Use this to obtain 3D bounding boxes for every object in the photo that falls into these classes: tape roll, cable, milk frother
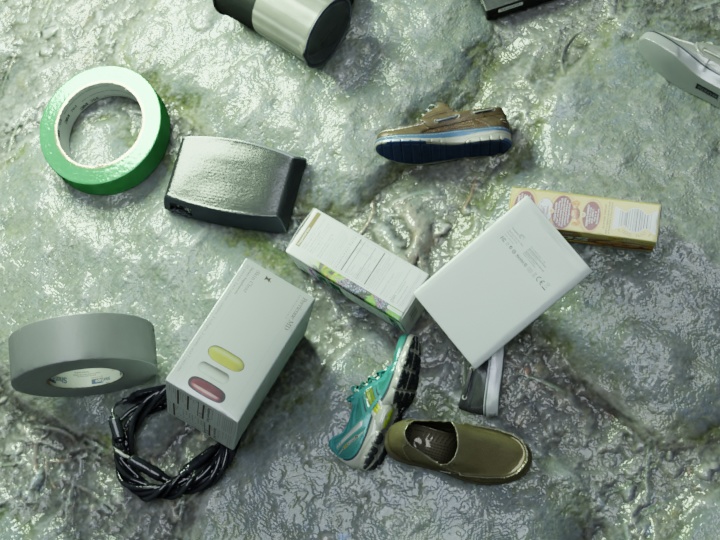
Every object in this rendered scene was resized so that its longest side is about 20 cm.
[{"bbox_3d":[-0.398,-0.219,1.737,0.199,0.048,0.201,-3,71,9],"label":"tape roll"},{"bbox_3d":[-0.383,0.119,1.545,0.199,0.200,0.066,-12,72,6],"label":"tape roll"},{"bbox_3d":[-0.256,0.236,1.564,0.199,0.051,0.164,-10,69,5],"label":"cable"},{"bbox_3d":[-0.109,-0.445,1.678,0.188,0.200,0.181,32,77,17],"label":"milk frother"}]

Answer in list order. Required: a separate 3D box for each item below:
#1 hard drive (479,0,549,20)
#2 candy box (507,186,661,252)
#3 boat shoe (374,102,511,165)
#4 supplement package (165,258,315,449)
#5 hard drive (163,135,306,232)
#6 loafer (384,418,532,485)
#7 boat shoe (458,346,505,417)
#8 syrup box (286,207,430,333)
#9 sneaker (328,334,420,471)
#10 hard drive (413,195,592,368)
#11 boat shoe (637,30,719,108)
[{"bbox_3d":[0.230,-0.495,1.718,0.139,0.038,0.201,-18,71,4],"label":"hard drive"},{"bbox_3d":[0.305,-0.069,1.524,0.199,0.115,0.056,9,85,12],"label":"candy box"},{"bbox_3d":[0.119,-0.203,1.633,0.199,0.072,0.073,-2,67,-1],"label":"boat shoe"},{"bbox_3d":[-0.162,0.115,1.501,0.111,0.156,0.200,29,67,3],"label":"supplement package"},{"bbox_3d":[-0.192,-0.136,1.676,0.199,0.042,0.135,11,75,13],"label":"hard drive"},{"bbox_3d":[0.132,0.239,1.471,0.199,0.067,0.076,7,74,-4],"label":"loafer"},{"bbox_3d":[0.166,0.099,1.529,0.066,0.070,0.201,5,81,10],"label":"boat shoe"},{"bbox_3d":[0.000,0.000,1.579,0.200,0.079,0.082,30,80,17],"label":"syrup box"},{"bbox_3d":[0.022,0.172,1.526,0.079,0.078,0.201,23,78,25],"label":"sneaker"},{"bbox_3d":[0.187,0.016,1.475,0.200,0.026,0.132,-41,82,9],"label":"hard drive"},{"bbox_3d":[0.494,-0.293,1.590,0.200,0.072,0.066,34,77,17],"label":"boat shoe"}]
